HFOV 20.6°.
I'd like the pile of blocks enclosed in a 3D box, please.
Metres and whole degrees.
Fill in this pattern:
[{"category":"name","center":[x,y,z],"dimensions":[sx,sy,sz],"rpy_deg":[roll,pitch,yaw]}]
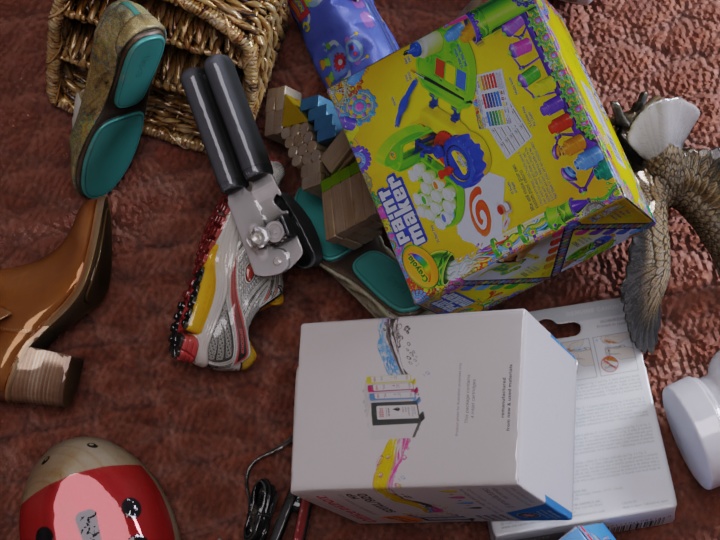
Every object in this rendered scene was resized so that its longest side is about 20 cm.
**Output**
[{"category":"pile of blocks","center":[-0.016,-0.098,1.737],"dimensions":[0.082,0.062,0.200],"rpy_deg":[-48,48,19]}]

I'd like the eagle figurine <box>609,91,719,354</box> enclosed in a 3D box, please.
[{"category":"eagle figurine","center":[0.269,-0.051,1.708],"dimensions":[0.151,0.151,0.201],"rpy_deg":[-32,78,33]}]

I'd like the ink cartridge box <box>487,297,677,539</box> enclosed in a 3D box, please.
[{"category":"ink cartridge box","center":[0.176,0.132,1.718],"dimensions":[0.159,0.047,0.201],"rpy_deg":[-9,64,-1]}]

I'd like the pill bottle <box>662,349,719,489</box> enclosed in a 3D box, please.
[{"category":"pill bottle","center":[0.366,0.103,1.678],"dimensions":[0.199,0.116,0.116],"rpy_deg":[-22,75,-5]}]

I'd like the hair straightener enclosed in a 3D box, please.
[{"category":"hair straightener","center":[-0.084,0.232,1.689],"dimensions":[0.076,0.041,0.201],"rpy_deg":[12,75,4]}]

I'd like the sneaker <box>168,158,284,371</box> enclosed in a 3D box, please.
[{"category":"sneaker","center":[-0.104,-0.004,1.746],"dimensions":[0.082,0.078,0.201],"rpy_deg":[21,75,-15]}]

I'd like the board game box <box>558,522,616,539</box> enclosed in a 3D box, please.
[{"category":"board game box","center":[0.123,0.283,1.570],"dimensions":[0.200,0.196,0.056],"rpy_deg":[-39,78,6]}]

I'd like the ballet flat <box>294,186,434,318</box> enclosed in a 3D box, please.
[{"category":"ballet flat","center":[0.000,0.000,1.735],"dimensions":[0.067,0.063,0.200],"rpy_deg":[-28,50,-15]}]

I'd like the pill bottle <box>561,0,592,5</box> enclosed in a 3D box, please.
[{"category":"pill bottle","center":[0.127,-0.318,1.796],"dimensions":[0.199,0.116,0.116],"rpy_deg":[14,75,4]}]

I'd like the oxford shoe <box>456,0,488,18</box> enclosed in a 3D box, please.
[{"category":"oxford shoe","center":[0.152,-0.160,1.789],"dimensions":[0.070,0.075,0.201],"rpy_deg":[-22,87,-43]}]

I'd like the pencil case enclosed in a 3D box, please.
[{"category":"pencil case","center":[0.007,-0.184,1.779],"dimensions":[0.078,0.087,0.201],"rpy_deg":[-13,72,-44]}]

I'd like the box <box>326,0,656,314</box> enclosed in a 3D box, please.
[{"category":"box","center":[0.107,-0.094,1.623],"dimensions":[0.192,0.122,0.201],"rpy_deg":[-26,73,15]}]

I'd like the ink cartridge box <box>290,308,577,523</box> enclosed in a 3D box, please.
[{"category":"ink cartridge box","center":[0.062,0.125,1.630],"dimensions":[0.199,0.147,0.146],"rpy_deg":[-4,71,23]}]

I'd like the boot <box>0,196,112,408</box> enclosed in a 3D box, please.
[{"category":"boot","center":[-0.307,0.014,1.738],"dimensions":[0.154,0.074,0.201],"rpy_deg":[13,73,9]}]

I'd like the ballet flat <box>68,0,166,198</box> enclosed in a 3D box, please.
[{"category":"ballet flat","center":[-0.221,-0.154,1.738],"dimensions":[0.070,0.201,0.071],"rpy_deg":[14,41,-12]}]

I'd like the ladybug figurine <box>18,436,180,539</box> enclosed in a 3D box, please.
[{"category":"ladybug figurine","center":[-0.221,0.234,1.675],"dimensions":[0.135,0.072,0.201],"rpy_deg":[-21,76,-5]}]

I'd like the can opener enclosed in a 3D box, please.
[{"category":"can opener","center":[-0.097,-0.088,1.704],"dimensions":[0.052,0.066,0.201],"rpy_deg":[-26,84,25]}]

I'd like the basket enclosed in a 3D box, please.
[{"category":"basket","center":[-0.176,-0.207,1.757],"dimensions":[0.199,0.143,0.150],"rpy_deg":[18,75,6]}]
